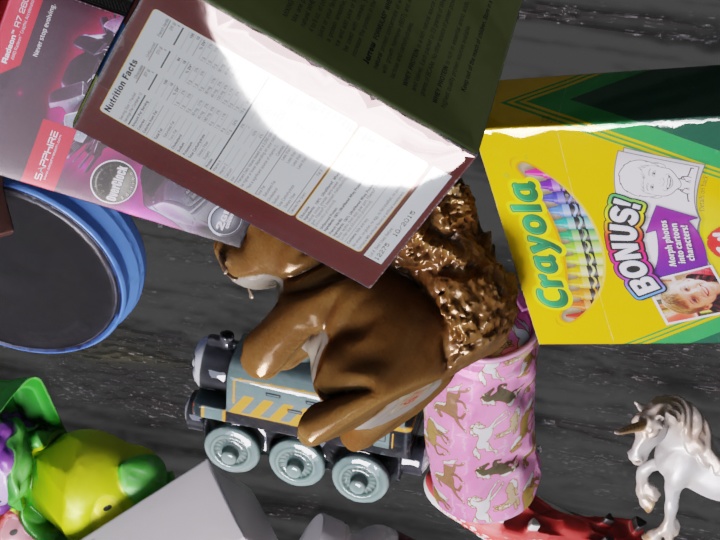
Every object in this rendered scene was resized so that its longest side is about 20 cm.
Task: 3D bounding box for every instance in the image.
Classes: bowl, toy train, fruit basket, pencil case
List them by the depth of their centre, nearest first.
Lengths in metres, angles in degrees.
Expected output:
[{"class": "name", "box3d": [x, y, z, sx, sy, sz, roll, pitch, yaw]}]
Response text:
[{"class": "pencil case", "box3d": [0.092, 0.100, 1.349, 0.082, 0.087, 0.201, 18, 140, 22]}, {"class": "bowl", "box3d": [-0.263, -0.013, 1.389, 0.200, 0.039, 0.201, 10, 137, 9]}, {"class": "toy train", "box3d": [-0.040, 0.105, 1.408, 0.199, 0.085, 0.114, 12, 125, 10]}, {"class": "fruit basket", "box3d": [-0.269, 0.194, 1.537, 0.215, 0.156, 0.216, 25, 144, 19]}]

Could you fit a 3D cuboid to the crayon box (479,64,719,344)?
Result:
[{"class": "crayon box", "box3d": [0.183, -0.037, 1.195, 0.172, 0.058, 0.201, -2, 133, 21]}]

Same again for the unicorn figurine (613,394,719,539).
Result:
[{"class": "unicorn figurine", "box3d": [0.259, 0.157, 1.369, 0.199, 0.074, 0.138, 9, 129, -10]}]

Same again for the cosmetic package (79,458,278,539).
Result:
[{"class": "cosmetic package", "box3d": [-0.173, 0.254, 1.510, 0.200, 0.085, 0.108, -33, 151, 3]}]

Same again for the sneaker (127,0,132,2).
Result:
[{"class": "sneaker", "box3d": [-0.215, -0.114, 1.191, 0.146, 0.081, 0.200, 34, 101, -13]}]

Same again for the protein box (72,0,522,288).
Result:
[{"class": "protein box", "box3d": [-0.029, -0.138, 1.061, 0.199, 0.199, 0.135, 29, 135, -11]}]

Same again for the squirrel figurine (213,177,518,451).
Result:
[{"class": "squirrel figurine", "box3d": [0.000, 0.000, 1.230, 0.200, 0.141, 0.187, -35, 76, 15]}]

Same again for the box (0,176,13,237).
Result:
[{"class": "box", "box3d": [-0.354, -0.055, 1.312, 0.199, 0.075, 0.101, -10, 97, 32]}]

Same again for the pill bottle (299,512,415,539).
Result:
[{"class": "pill bottle", "box3d": [0.037, 0.286, 1.536, 0.199, 0.113, 0.113, 27, 137, -10]}]

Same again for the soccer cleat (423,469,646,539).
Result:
[{"class": "soccer cleat", "box3d": [0.138, 0.214, 1.463, 0.199, 0.069, 0.085, 19, 133, -7]}]

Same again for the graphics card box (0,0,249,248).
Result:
[{"class": "graphics card box", "box3d": [-0.147, -0.102, 1.145, 0.199, 0.051, 0.126, 17, 107, -22]}]
